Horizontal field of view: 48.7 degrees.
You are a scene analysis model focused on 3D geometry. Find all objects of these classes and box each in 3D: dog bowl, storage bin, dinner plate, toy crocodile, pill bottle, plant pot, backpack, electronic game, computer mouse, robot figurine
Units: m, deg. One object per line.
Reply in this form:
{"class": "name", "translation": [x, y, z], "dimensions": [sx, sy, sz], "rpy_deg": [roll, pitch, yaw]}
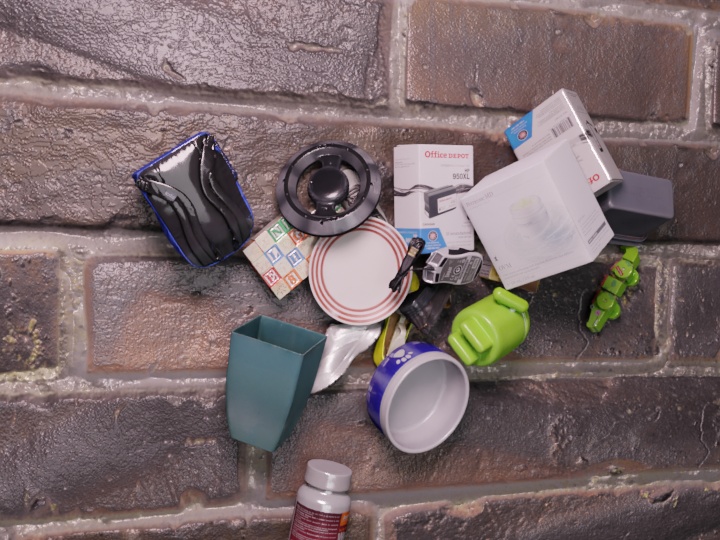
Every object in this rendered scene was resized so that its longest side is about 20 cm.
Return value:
{"class": "dog bowl", "translation": [0.112, 0.244, 1.537], "dimensions": [0.196, 0.078, 0.205], "rpy_deg": [-13, 115, -28]}
{"class": "storage bin", "translation": [0.533, -0.146, 1.620], "dimensions": [0.195, 0.134, 0.149], "rpy_deg": [8, 74, -17]}
{"class": "dinner plate", "translation": [0.000, 0.000, 1.479], "dimensions": [0.195, 0.024, 0.206], "rpy_deg": [-1, 100, -7]}
{"class": "toy crocodile", "translation": [0.535, 0.038, 1.688], "dimensions": [0.067, 0.061, 0.203], "rpy_deg": [28, 92, -51]}
{"class": "pill bottle", "translation": [-0.077, 0.475, 1.519], "dimensions": [0.107, 0.109, 0.205], "rpy_deg": [11, 92, -16]}
{"class": "plant pot", "translation": [-0.163, 0.209, 1.443], "dimensions": [0.138, 0.141, 0.205], "rpy_deg": [16, 103, 13]}
{"class": "backpack", "translation": [-0.278, -0.120, 1.383], "dimensions": [0.161, 0.168, 0.203], "rpy_deg": [-33, 106, -8]}
{"class": "electronic game", "translation": [-0.059, -0.152, 1.455], "dimensions": [0.195, 0.042, 0.204], "rpy_deg": [-3, 63, 6]}
{"class": "computer mouse", "translation": [0.144, -0.010, 1.476], "dimensions": [0.196, 0.044, 0.112], "rpy_deg": [1, 121, -37]}
{"class": "robot figurine", "translation": [0.257, 0.114, 1.561], "dimensions": [0.198, 0.177, 0.116], "rpy_deg": [-22, 65, -45]}

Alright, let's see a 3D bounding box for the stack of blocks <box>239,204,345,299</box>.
{"class": "stack of blocks", "translation": [-0.115, -0.057, 1.491], "dimensions": [0.199, 0.058, 0.116], "rpy_deg": [-40, 104, -10]}

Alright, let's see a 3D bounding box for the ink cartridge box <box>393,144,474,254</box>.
{"class": "ink cartridge box", "translation": [0.141, -0.138, 1.527], "dimensions": [0.142, 0.083, 0.206], "rpy_deg": [-5, 96, -35]}

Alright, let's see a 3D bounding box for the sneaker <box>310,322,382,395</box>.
{"class": "sneaker", "translation": [-0.047, 0.156, 1.532], "dimensions": [0.087, 0.075, 0.200], "rpy_deg": [43, 77, -1]}

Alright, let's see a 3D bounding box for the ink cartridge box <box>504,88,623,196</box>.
{"class": "ink cartridge box", "translation": [0.392, -0.223, 1.542], "dimensions": [0.084, 0.145, 0.204], "rpy_deg": [-8, 70, -54]}

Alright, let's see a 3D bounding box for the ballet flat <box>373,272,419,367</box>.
{"class": "ballet flat", "translation": [0.079, 0.101, 1.556], "dimensions": [0.065, 0.067, 0.204], "rpy_deg": [19, 89, -16]}

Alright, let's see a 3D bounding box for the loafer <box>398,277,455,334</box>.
{"class": "loafer", "translation": [0.150, 0.043, 1.546], "dimensions": [0.200, 0.072, 0.073], "rpy_deg": [-44, 104, -34]}

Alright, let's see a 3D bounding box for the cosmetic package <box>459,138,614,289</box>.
{"class": "cosmetic package", "translation": [0.324, -0.100, 1.472], "dimensions": [0.122, 0.197, 0.203], "rpy_deg": [-36, 99, -45]}

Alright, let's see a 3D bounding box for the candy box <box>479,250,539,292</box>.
{"class": "candy box", "translation": [0.325, -0.069, 1.619], "dimensions": [0.113, 0.055, 0.205], "rpy_deg": [15, 90, -15]}

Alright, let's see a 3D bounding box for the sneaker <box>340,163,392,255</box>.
{"class": "sneaker", "translation": [0.011, -0.113, 1.514], "dimensions": [0.073, 0.079, 0.203], "rpy_deg": [-33, 101, -9]}
